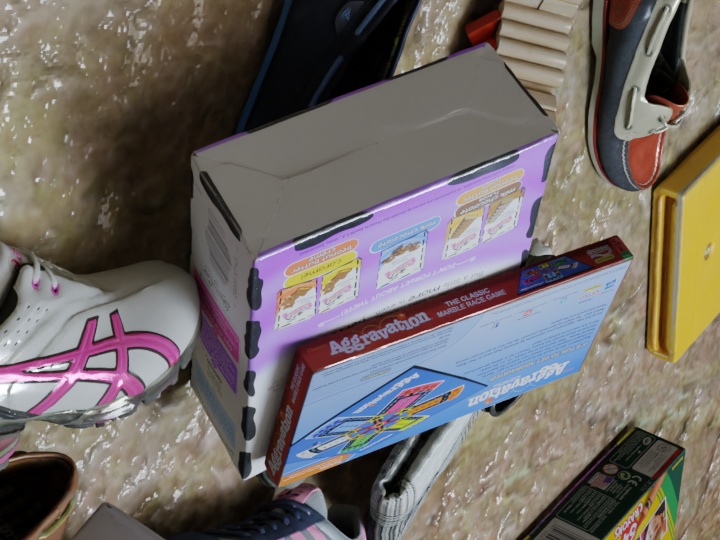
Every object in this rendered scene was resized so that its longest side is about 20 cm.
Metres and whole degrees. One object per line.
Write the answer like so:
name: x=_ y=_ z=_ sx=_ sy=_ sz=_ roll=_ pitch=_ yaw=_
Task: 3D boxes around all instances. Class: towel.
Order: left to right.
towel: x=0.066 y=0.091 z=1.130 sx=0.201 sy=0.034 sz=0.193 roll=-56 pitch=170 yaw=-19

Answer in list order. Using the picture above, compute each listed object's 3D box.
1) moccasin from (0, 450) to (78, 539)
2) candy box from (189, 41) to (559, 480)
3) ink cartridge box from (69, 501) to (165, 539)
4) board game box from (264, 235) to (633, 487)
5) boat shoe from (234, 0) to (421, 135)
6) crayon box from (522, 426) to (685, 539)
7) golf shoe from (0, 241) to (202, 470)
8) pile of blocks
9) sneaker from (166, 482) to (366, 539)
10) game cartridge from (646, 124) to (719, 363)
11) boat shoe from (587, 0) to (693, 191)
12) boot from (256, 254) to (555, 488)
moccasin: x=-0.196 y=0.128 z=0.758 sx=0.201 sy=0.074 sz=0.078 roll=-15 pitch=147 yaw=-52
candy box: x=0.000 y=0.000 z=0.894 sx=0.167 sy=0.072 sz=0.201 roll=-22 pitch=149 yaw=-21
ink cartridge box: x=-0.132 y=0.232 z=0.890 sx=0.145 sy=0.084 sz=0.201 roll=-50 pitch=160 yaw=-25
board game box: x=0.047 y=0.047 z=0.917 sx=0.199 sy=0.019 sz=0.103 roll=-18 pitch=146 yaw=-28
boat shoe: x=-0.021 y=-0.073 z=0.915 sx=0.084 sy=0.068 sz=0.202 roll=-17 pitch=127 yaw=-54
crayon box: x=0.197 y=0.258 z=1.481 sx=0.200 sy=0.058 sz=0.174 roll=-38 pitch=138 yaw=-40
golf shoe: x=-0.143 y=0.027 z=0.791 sx=0.199 sy=0.072 sz=0.093 roll=-27 pitch=130 yaw=-47
pile of blocks: x=0.084 y=-0.111 z=1.082 sx=0.062 sy=0.082 sz=0.202 roll=12 pitch=91 yaw=-15
sneaker: x=-0.056 y=0.161 z=1.035 sx=0.200 sy=0.070 sz=0.083 roll=35 pitch=63 yaw=-61
game cartridge: x=0.304 y=-0.046 z=1.481 sx=0.200 sy=0.032 sz=0.177 roll=-43 pitch=142 yaw=-38
boat shoe: x=0.202 y=-0.132 z=1.232 sx=0.071 sy=0.062 sz=0.201 roll=-45 pitch=144 yaw=-35
boot: x=0.030 y=0.055 z=1.020 sx=0.201 sy=0.130 sz=0.068 roll=-57 pitch=147 yaw=-16
